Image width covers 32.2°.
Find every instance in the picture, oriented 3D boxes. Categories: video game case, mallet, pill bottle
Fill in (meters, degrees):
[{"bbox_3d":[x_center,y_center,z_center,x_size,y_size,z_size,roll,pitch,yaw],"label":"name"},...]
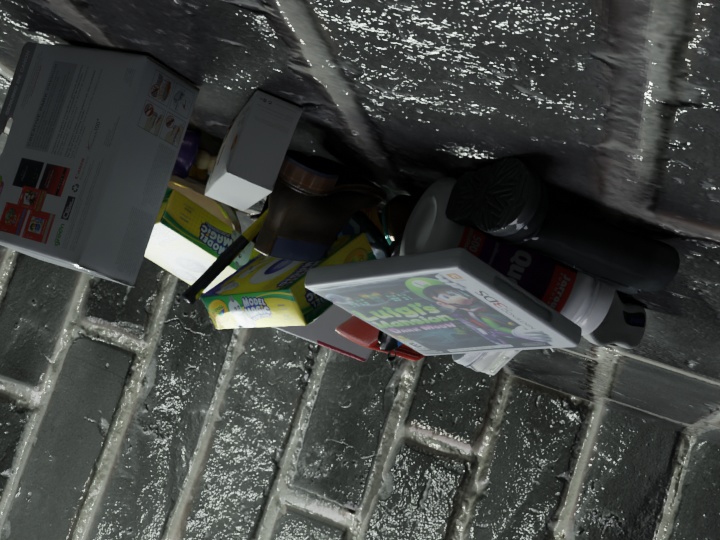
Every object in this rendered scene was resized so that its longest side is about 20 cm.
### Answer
[{"bbox_3d":[0.075,0.035,1.163,0.199,0.024,0.181,-7,151,46],"label":"video game case"},{"bbox_3d":[-0.120,-0.037,1.375,0.041,0.200,0.066,41,177,16],"label":"mallet"},{"bbox_3d":[0.144,-0.006,1.206,0.198,0.114,0.112,21,173,-17],"label":"pill bottle"}]

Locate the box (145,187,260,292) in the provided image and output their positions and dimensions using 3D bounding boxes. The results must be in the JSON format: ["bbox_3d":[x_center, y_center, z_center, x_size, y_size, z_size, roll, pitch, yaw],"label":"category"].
[{"bbox_3d":[-0.197,-0.031,1.446,0.199,0.049,0.117,36,152,-31],"label":"box"}]

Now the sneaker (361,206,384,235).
[{"bbox_3d":[0.015,-0.020,1.465,0.073,0.076,0.202,53,159,42],"label":"sneaker"}]

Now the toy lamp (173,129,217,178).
[{"bbox_3d":[-0.143,-0.112,1.424,0.198,0.059,0.058,22,173,-15],"label":"toy lamp"}]

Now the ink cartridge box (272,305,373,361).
[{"bbox_3d":[-0.047,0.019,1.710,0.144,0.084,0.201,21,-157,-17],"label":"ink cartridge box"}]

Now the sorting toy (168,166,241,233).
[{"bbox_3d":[-0.213,-0.089,1.500,0.198,0.108,0.180,24,178,-13],"label":"sorting toy"}]

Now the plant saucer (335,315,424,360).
[{"bbox_3d":[0.094,0.047,1.487,0.037,0.198,0.200,63,-163,20],"label":"plant saucer"}]

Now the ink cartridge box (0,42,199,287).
[{"bbox_3d":[-0.269,-0.106,1.192,0.174,0.202,0.084,14,173,34],"label":"ink cartridge box"}]

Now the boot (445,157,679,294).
[{"bbox_3d":[0.191,-0.028,1.085,0.198,0.066,0.165,25,-179,-17],"label":"boot"}]

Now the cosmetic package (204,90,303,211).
[{"bbox_3d":[-0.108,-0.112,1.205,0.050,0.084,0.200,20,173,-11],"label":"cosmetic package"}]

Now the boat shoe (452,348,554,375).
[{"bbox_3d":[0.194,0.061,1.440,0.085,0.075,0.202,27,130,-17],"label":"boat shoe"}]

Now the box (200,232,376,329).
[{"bbox_3d":[-0.068,0.012,1.300,0.199,0.117,0.049,-3,118,50],"label":"box"}]

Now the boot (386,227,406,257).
[{"bbox_3d":[0.128,0.015,1.292,0.198,0.070,0.132,5,-134,-41],"label":"boot"}]

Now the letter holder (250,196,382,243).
[{"bbox_3d":[-0.045,-0.035,1.588,0.198,0.102,0.142,21,175,-13],"label":"letter holder"}]

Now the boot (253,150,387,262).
[{"bbox_3d":[-0.043,-0.060,1.254,0.074,0.098,0.199,31,-169,24],"label":"boot"}]

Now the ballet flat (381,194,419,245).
[{"bbox_3d":[0.076,-0.042,1.367,0.071,0.069,0.200,-3,168,12],"label":"ballet flat"}]

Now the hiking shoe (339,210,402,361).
[{"bbox_3d":[0.000,0.000,1.356,0.200,0.086,0.074,50,-175,-4],"label":"hiking shoe"}]

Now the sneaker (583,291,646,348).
[{"bbox_3d":[0.258,0.048,1.494,0.111,0.074,0.199,13,172,34],"label":"sneaker"}]
